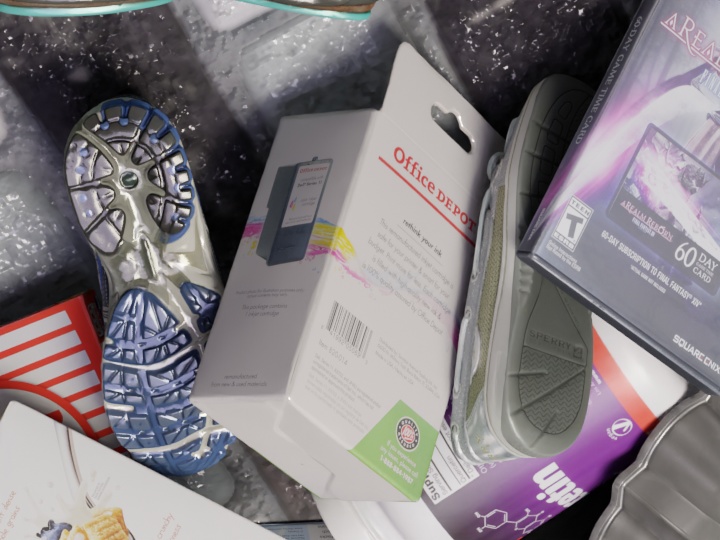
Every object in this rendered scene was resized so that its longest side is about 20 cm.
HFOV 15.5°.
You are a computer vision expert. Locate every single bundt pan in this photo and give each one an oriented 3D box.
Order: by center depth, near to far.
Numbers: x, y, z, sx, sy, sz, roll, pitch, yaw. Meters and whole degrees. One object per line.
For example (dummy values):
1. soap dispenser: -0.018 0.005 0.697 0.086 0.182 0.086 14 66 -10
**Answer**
1. bundt pan: 0.217 0.139 1.399 0.201 0.076 0.203 -26 138 -26

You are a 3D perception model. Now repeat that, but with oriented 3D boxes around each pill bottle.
1. pill bottle: 0.074 0.083 1.403 0.199 0.113 0.113 -35 123 12

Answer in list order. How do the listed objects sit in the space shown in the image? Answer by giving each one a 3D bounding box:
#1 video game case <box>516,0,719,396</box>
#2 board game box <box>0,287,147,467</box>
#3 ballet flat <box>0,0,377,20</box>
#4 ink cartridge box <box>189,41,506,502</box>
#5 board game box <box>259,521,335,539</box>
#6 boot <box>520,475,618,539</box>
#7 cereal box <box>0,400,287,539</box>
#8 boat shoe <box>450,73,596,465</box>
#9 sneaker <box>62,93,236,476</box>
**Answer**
1. video game case: 0.173 -0.059 1.322 0.143 0.019 0.201 34 77 -29
2. board game box: -0.204 0.116 1.368 0.199 0.046 0.152 -22 93 3
3. ballet flat: -0.081 -0.158 1.249 0.198 0.068 0.069 -2 114 -22
4. ink cartridge box: 0.000 0.000 1.312 0.067 0.201 0.117 -2 149 39
5. board game box: -0.085 0.214 1.404 0.198 0.200 0.041 -1 124 -10
6. boot: 0.173 0.188 1.521 0.203 0.074 0.154 -34 127 12
7. cereal box: -0.118 0.173 1.307 0.199 0.040 0.145 26 74 -2
8. boat shoe: 0.084 -0.002 1.325 0.074 0.204 0.065 21 157 -34
9. sneaker: -0.098 0.003 1.322 0.076 0.085 0.202 -8 109 -2
